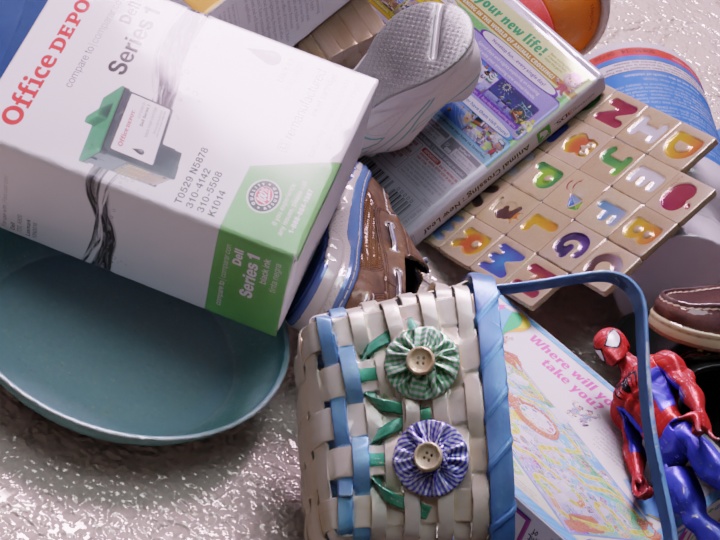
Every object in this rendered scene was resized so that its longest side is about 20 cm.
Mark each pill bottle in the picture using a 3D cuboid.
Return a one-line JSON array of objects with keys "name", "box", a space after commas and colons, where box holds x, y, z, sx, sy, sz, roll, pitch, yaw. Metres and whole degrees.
[{"name": "pill bottle", "box": [0.194, -0.055, 1.488, 0.112, 0.113, 0.200, 11, 37, -14]}]

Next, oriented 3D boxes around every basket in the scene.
[{"name": "basket", "box": [0.067, 0.092, 1.196, 0.199, 0.139, 0.177, -3, 72, -14]}]

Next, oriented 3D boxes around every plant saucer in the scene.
[{"name": "plant saucer", "box": [-0.140, 0.034, 1.271, 0.199, 0.036, 0.200, 14, 39, -12]}]

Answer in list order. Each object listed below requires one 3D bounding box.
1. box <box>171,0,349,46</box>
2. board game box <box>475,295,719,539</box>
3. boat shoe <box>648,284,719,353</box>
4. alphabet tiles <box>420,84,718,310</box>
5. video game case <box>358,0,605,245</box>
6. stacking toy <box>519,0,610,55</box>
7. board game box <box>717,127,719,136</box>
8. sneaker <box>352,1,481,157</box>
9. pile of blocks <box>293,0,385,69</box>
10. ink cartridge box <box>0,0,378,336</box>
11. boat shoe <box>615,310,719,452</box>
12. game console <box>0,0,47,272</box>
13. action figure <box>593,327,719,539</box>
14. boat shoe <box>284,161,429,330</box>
[{"name": "box", "box": [-0.064, -0.226, 1.436, 0.200, 0.098, 0.124, -41, 66, -19]}, {"name": "board game box", "box": [0.106, 0.102, 1.314, 0.200, 0.034, 0.134, 41, 41, 24]}, {"name": "boat shoe", "box": [0.272, 0.008, 1.347, 0.199, 0.072, 0.072, -2, 15, -8]}, {"name": "alphabet tiles", "box": [0.130, -0.054, 1.432, 0.166, 0.006, 0.200, -41, 40, -14]}, {"name": "video game case", "box": [0.033, -0.131, 1.499, 0.182, 0.022, 0.200, -39, 61, -11]}, {"name": "stacking toy", "box": [0.074, -0.163, 1.573, 0.146, 0.146, 0.200, 31, 53, 13]}, {"name": "board game box", "box": [0.335, -0.059, 1.628, 0.158, 0.039, 0.200, 32, 35, 24]}, {"name": "sneaker", "box": [-0.007, -0.094, 1.431, 0.200, 0.080, 0.071, -27, 63, 4]}, {"name": "pile of blocks", "box": [-0.068, -0.184, 1.504, 0.200, 0.062, 0.082, 31, 66, 19]}, {"name": "ink cartridge box", "box": [-0.110, -0.072, 1.276, 0.199, 0.084, 0.146, 21, 55, 4]}, {"name": "boat shoe", "box": [0.214, 0.073, 1.341, 0.074, 0.063, 0.201, -40, 38, -3]}, {"name": "game console", "box": [-0.245, -0.120, 1.354, 0.199, 0.173, 0.119, 27, 11, 6]}, {"name": "action figure", "box": [0.184, 0.106, 1.266, 0.052, 0.065, 0.200, 14, 35, -38]}, {"name": "boat shoe", "box": [0.000, 0.000, 1.356, 0.072, 0.072, 0.200, 32, 25, -9]}]
